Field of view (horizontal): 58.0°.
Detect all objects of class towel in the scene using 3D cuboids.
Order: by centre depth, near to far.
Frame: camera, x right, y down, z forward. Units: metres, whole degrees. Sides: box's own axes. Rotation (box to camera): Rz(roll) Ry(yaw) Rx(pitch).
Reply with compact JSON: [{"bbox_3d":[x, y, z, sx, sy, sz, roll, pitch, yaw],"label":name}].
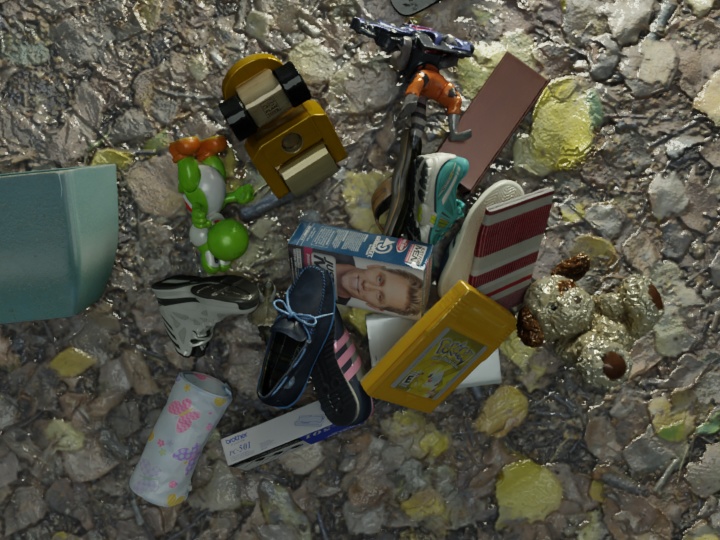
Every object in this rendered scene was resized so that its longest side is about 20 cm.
[{"bbox_3d":[0.205,-0.016,0.929,0.144,0.023,0.200,-20,131,-35],"label":"towel"}]

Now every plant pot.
[{"bbox_3d":[-0.451,-0.037,0.906,0.196,0.196,0.201,-5,103,-2],"label":"plant pot"}]

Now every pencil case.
[{"bbox_3d":[-0.270,0.253,0.982,0.091,0.083,0.200,25,93,-2],"label":"pencil case"}]

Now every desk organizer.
[{"bbox_3d":[0.187,-0.216,0.969,0.077,0.072,0.200,35,92,-2],"label":"desk organizer"}]

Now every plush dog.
[{"bbox_3d":[0.325,0.076,0.978,0.172,0.161,0.200,39,64,7],"label":"plush dog"}]

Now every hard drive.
[{"bbox_3d":[0.114,0.122,1.015,0.199,0.026,0.132,-7,95,-1],"label":"hard drive"}]

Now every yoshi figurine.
[{"bbox_3d":[-0.209,-0.095,0.947,0.112,0.112,0.201,-11,98,-8],"label":"yoshi figurine"}]

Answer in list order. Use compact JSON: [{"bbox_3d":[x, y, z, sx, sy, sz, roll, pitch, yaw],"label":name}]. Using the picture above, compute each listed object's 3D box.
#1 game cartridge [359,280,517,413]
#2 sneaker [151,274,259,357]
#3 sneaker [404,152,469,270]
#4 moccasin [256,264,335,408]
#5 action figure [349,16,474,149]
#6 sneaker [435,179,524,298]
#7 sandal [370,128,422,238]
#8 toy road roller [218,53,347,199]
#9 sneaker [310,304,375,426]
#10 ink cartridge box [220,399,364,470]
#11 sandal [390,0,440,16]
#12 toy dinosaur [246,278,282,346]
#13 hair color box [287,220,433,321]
[{"bbox_3d":[0.119,0.116,0.918,0.200,0.176,0.032,-46,51,14],"label":"game cartridge"},{"bbox_3d":[-0.216,0.071,0.950,0.200,0.076,0.116,4,111,36],"label":"sneaker"},{"bbox_3d":[0.113,-0.076,0.940,0.079,0.078,0.200,-5,131,-13],"label":"sneaker"},{"bbox_3d":[-0.085,0.088,0.877,0.080,0.068,0.201,8,81,28],"label":"moccasin"},{"bbox_3d":[0.067,-0.281,0.923,0.199,0.105,0.194,7,57,-24],"label":"action figure"},{"bbox_3d":[0.169,-0.047,0.970,0.075,0.085,0.200,30,99,-10],"label":"sneaker"},{"bbox_3d":[0.045,-0.115,0.970,0.054,0.082,0.201,13,97,15],"label":"sandal"},{"bbox_3d":[-0.121,-0.220,0.948,0.123,0.146,0.200,-32,132,0],"label":"toy road roller"},{"bbox_3d":[-0.033,0.124,0.930,0.070,0.082,0.201,-24,70,25],"label":"sneaker"},{"bbox_3d":[-0.099,0.242,0.979,0.200,0.094,0.044,-22,68,-1],"label":"ink cartridge box"},{"bbox_3d":[0.136,-0.443,0.961,0.200,0.045,0.075,-31,95,0],"label":"sandal"},{"bbox_3d":[-0.110,0.111,0.967,0.077,0.102,0.200,-31,94,1],"label":"toy dinosaur"},{"bbox_3d":[0.000,0.000,0.935,0.199,0.061,0.100,11,132,14],"label":"hair color box"}]
